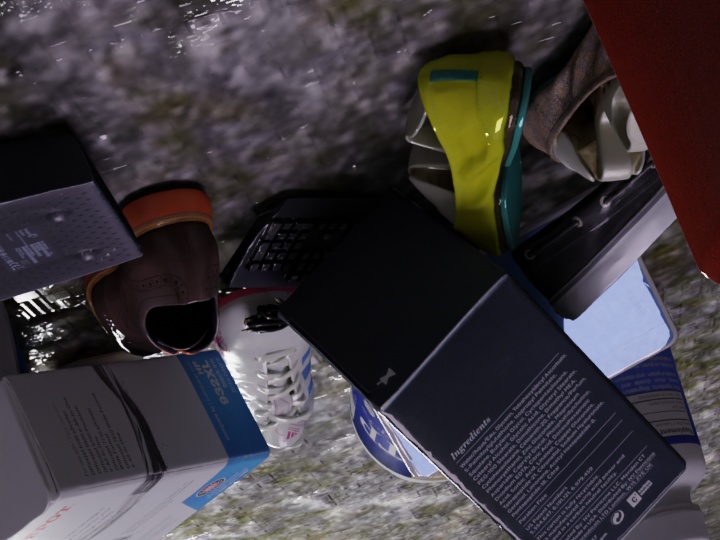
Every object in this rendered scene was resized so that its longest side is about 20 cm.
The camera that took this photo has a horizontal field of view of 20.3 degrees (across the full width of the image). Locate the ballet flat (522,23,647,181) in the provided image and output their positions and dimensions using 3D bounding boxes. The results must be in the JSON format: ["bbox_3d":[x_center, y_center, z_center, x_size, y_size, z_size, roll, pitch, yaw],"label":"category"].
[{"bbox_3d":[0.133,-0.087,1.074,0.068,0.068,0.200,-11,162,-12],"label":"ballet flat"}]

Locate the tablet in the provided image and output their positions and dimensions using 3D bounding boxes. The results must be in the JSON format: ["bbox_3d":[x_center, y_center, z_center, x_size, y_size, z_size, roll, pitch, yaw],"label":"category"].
[{"bbox_3d":[0.095,0.042,1.297,0.199,0.131,0.014,-29,-154,2],"label":"tablet"}]

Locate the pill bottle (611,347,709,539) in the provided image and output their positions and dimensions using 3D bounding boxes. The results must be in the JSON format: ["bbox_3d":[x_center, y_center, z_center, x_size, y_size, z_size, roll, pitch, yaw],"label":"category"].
[{"bbox_3d":[0.199,0.122,1.534,0.111,0.201,0.112,-14,163,-4],"label":"pill bottle"}]

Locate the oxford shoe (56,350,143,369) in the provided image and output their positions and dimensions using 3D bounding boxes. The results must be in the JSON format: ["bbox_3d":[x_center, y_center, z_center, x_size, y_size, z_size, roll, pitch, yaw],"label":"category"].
[{"bbox_3d":[-0.184,0.106,1.406,0.075,0.058,0.200,-7,159,-16],"label":"oxford shoe"}]

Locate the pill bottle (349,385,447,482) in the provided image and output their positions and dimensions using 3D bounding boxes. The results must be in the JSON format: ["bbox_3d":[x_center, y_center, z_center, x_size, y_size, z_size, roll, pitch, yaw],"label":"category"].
[{"bbox_3d":[0.052,0.086,1.438,0.119,0.120,0.200,-13,162,-6],"label":"pill bottle"}]

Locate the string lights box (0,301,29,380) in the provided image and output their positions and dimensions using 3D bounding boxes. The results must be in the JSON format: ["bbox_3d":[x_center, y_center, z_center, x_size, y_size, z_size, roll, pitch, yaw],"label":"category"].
[{"bbox_3d":[-0.259,0.084,1.272,0.102,0.059,0.200,-13,162,-8],"label":"string lights box"}]

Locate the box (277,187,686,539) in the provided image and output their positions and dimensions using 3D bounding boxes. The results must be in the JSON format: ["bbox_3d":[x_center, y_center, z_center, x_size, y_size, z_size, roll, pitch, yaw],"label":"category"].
[{"bbox_3d":[0.072,0.070,1.192,0.107,0.148,0.200,-47,124,-1],"label":"box"}]

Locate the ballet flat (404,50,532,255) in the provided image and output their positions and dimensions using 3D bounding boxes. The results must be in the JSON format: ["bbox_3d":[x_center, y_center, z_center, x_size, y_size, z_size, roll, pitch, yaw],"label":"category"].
[{"bbox_3d":[0.058,-0.066,1.104,0.067,0.067,0.200,5,160,5],"label":"ballet flat"}]

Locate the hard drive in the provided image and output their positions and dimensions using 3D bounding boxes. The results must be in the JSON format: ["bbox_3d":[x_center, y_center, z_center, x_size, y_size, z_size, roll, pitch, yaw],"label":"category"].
[{"bbox_3d":[-0.222,-0.014,1.039,0.199,0.043,0.135,-16,162,1],"label":"hard drive"}]

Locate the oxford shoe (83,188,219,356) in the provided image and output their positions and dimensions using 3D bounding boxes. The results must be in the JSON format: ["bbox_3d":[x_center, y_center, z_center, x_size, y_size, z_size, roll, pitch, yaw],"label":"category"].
[{"bbox_3d":[-0.120,0.023,1.181,0.071,0.073,0.200,-12,162,-13],"label":"oxford shoe"}]

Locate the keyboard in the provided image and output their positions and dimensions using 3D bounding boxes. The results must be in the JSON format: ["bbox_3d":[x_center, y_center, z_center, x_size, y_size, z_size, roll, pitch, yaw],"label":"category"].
[{"bbox_3d":[0.000,0.000,1.251,0.199,0.021,0.127,0,140,-38],"label":"keyboard"}]

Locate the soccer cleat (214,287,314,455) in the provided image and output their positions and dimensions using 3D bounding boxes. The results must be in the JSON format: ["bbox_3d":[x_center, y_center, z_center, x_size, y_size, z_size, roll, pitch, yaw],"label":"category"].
[{"bbox_3d":[-0.057,0.069,1.350,0.069,0.087,0.200,-14,162,-3],"label":"soccer cleat"}]

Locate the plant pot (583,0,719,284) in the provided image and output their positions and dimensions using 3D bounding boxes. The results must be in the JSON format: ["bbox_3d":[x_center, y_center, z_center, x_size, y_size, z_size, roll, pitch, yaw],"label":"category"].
[{"bbox_3d":[0.216,-0.140,0.814,0.199,0.201,0.177,-11,149,-13],"label":"plant pot"}]

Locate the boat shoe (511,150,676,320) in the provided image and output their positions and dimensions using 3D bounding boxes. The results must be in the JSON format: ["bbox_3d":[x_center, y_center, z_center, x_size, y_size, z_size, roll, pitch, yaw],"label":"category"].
[{"bbox_3d":[0.163,-0.060,1.174,0.200,0.066,0.070,-50,180,28],"label":"boat shoe"}]

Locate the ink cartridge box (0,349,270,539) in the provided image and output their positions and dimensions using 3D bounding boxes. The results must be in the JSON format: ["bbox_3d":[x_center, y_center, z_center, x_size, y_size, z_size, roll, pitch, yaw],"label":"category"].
[{"bbox_3d":[-0.178,0.126,1.246,0.145,0.084,0.200,-37,162,30],"label":"ink cartridge box"}]
